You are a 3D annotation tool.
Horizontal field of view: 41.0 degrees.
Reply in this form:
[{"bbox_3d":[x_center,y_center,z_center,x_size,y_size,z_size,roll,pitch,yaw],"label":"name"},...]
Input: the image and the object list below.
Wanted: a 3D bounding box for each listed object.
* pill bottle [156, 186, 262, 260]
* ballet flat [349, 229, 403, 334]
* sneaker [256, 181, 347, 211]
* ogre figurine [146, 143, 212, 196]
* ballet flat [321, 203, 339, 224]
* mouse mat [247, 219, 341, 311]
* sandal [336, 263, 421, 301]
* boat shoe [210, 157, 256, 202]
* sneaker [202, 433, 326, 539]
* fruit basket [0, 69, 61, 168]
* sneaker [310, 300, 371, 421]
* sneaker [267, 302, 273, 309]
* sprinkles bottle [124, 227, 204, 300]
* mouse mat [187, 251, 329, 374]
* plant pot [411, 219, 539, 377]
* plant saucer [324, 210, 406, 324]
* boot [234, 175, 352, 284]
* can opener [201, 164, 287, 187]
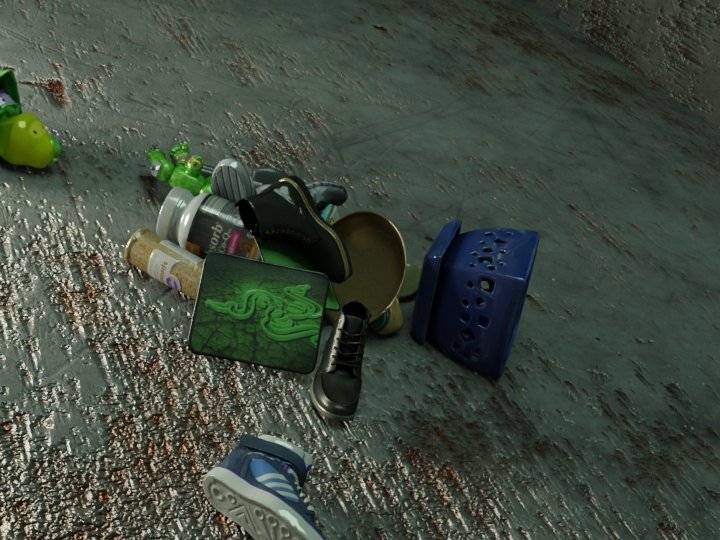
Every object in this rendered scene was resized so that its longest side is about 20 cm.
[{"bbox_3d":[-0.243,-0.066,1.665,0.198,0.117,0.117,20,30,4],"label":"pill bottle"},{"bbox_3d":[0.026,0.020,1.682,0.063,0.068,0.202,9,59,-45],"label":"ballet flat"},{"bbox_3d":[-0.114,-0.120,1.888,0.198,0.075,0.088,-5,49,-19],"label":"sneaker"},{"bbox_3d":[-0.319,-0.173,1.824,0.200,0.098,0.120,46,13,-12],"label":"ogre figurine"},{"bbox_3d":[-0.067,-0.051,1.801,0.071,0.069,0.200,36,34,-6],"label":"ballet flat"},{"bbox_3d":[-0.114,-0.023,1.601,0.160,0.008,0.202,13,48,-50],"label":"mouse mat"},{"bbox_3d":[0.040,0.017,1.744,0.200,0.058,0.080,-11,41,-41],"label":"sandal"},{"bbox_3d":[-0.221,-0.142,1.714,0.073,0.201,0.067,19,56,6],"label":"boat shoe"},{"bbox_3d":[-0.086,0.279,1.219,0.199,0.081,0.146,28,35,26],"label":"sneaker"},{"bbox_3d":[-0.649,-0.263,1.750,0.213,0.157,0.216,-2,29,1],"label":"fruit basket"},{"bbox_3d":[-0.028,0.133,1.466,0.074,0.107,0.201,13,30,-9],"label":"sneaker"},{"bbox_3d":[-0.130,0.030,1.586,0.079,0.075,0.201,44,17,-30],"label":"sneaker"},{"bbox_3d":[-0.289,0.002,1.575,0.199,0.069,0.068,28,31,16],"label":"sprinkles bottle"},{"bbox_3d":[-0.155,0.064,1.479,0.198,0.008,0.163,11,74,-8],"label":"mouse mat"},{"bbox_3d":[0.196,0.035,1.673,0.178,0.202,0.200,16,29,11],"label":"plant pot"},{"bbox_3d":[0.000,0.000,1.640,0.200,0.201,0.035,40,10,33],"label":"plant saucer"},{"bbox_3d":[-0.113,-0.048,1.572,0.201,0.077,0.138,54,41,7],"label":"boot"},{"bbox_3d":[-0.244,-0.191,1.912,0.198,0.068,0.053,15,17,-8],"label":"can opener"}]
